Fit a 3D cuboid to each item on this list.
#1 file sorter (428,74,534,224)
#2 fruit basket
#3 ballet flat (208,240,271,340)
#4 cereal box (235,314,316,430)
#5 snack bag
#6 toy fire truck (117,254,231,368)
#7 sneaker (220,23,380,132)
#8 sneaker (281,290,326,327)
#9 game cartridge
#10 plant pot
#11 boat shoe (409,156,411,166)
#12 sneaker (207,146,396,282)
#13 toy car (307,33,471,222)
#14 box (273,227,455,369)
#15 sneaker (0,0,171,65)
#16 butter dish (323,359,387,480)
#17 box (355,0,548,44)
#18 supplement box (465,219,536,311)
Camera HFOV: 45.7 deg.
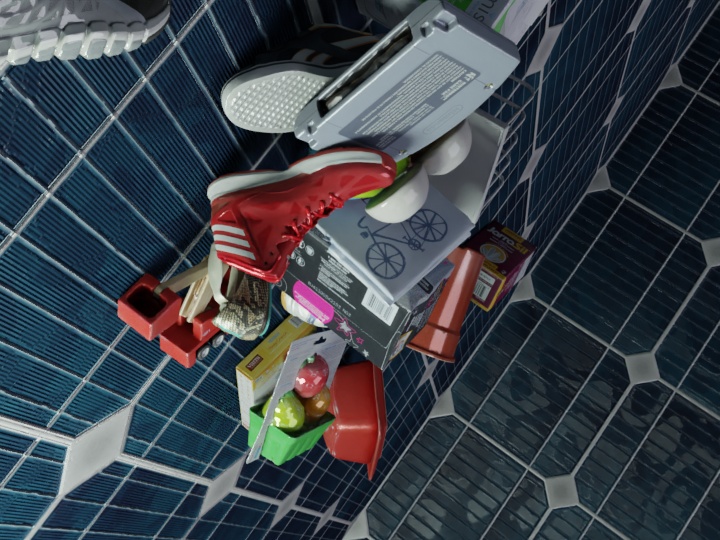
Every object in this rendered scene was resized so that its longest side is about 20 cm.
[{"bbox_3d":[0.165,-0.203,1.300,0.125,0.138,0.201,-47,160,-34],"label":"file sorter"},{"bbox_3d":[-0.092,0.176,1.270,0.185,0.093,0.202,-12,121,-62],"label":"fruit basket"},{"bbox_3d":[-0.123,-0.025,0.920,0.068,0.075,0.202,-34,-138,51],"label":"ballet flat"},{"bbox_3d":[-0.126,0.158,1.315,0.144,0.039,0.201,-45,159,-27],"label":"cereal box"},{"bbox_3d":[0.020,-0.072,1.051,0.188,0.200,0.021,-40,168,-38],"label":"snack bag"},{"bbox_3d":[-0.176,0.031,0.947,0.200,0.049,0.142,-43,157,-38],"label":"toy fire truck"},{"bbox_3d":[-0.054,-0.193,0.852,0.198,0.080,0.079,-13,144,-29],"label":"sneaker"},{"bbox_3d":[-0.024,-0.005,1.227,0.201,0.088,0.075,-53,161,-14],"label":"sneaker"},{"bbox_3d":[0.047,-0.169,0.818,0.199,0.042,0.132,-34,153,35],"label":"game cartridge"},{"bbox_3d":[0.117,0.031,1.522,0.197,0.199,0.201,-66,162,3],"label":"plant pot"},{"bbox_3d":[0.058,-0.178,1.178,0.068,0.072,0.201,-41,164,-52],"label":"boat shoe"},{"bbox_3d":[-0.055,-0.047,0.857,0.078,0.198,0.117,43,38,-66],"label":"sneaker"},{"bbox_3d":[0.016,-0.158,0.999,0.200,0.175,0.150,-48,-163,-26],"label":"toy car"},{"bbox_3d":[0.000,0.000,1.098,0.115,0.199,0.133,-42,162,-40],"label":"box"},{"bbox_3d":[-0.184,-0.189,0.506,0.200,0.075,0.116,-35,150,-47],"label":"sneaker"},{"bbox_3d":[-0.032,0.269,1.613,0.201,0.146,0.201,97,-9,-52],"label":"butter dish"},{"bbox_3d":[0.114,-0.327,0.878,0.201,0.176,0.097,-54,160,-5],"label":"box"},{"bbox_3d":[0.309,-0.014,2.020,0.200,0.130,0.104,-37,155,-48],"label":"supplement box"}]
